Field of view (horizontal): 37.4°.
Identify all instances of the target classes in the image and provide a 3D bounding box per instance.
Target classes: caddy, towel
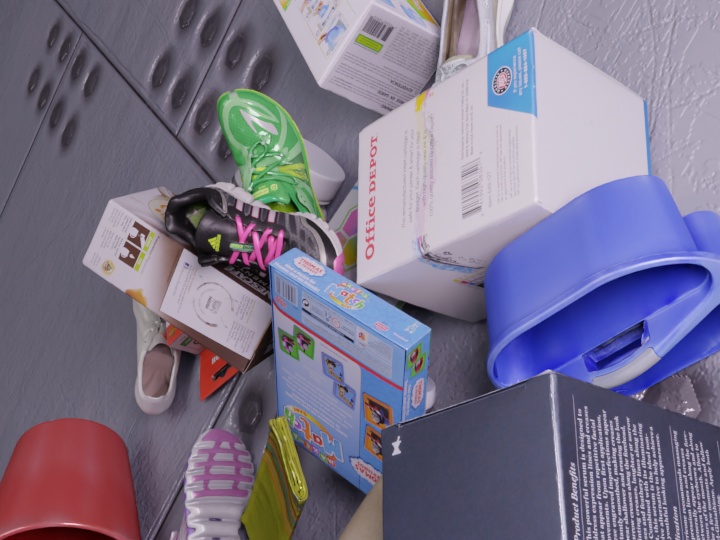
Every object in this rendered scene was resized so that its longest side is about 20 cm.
[{"bbox_3d":[0.175,0.030,0.736,0.200,0.141,0.106,-37,42,38],"label":"caddy"},{"bbox_3d":[-0.085,0.227,1.014,0.201,0.018,0.086,110,148,-48],"label":"towel"}]

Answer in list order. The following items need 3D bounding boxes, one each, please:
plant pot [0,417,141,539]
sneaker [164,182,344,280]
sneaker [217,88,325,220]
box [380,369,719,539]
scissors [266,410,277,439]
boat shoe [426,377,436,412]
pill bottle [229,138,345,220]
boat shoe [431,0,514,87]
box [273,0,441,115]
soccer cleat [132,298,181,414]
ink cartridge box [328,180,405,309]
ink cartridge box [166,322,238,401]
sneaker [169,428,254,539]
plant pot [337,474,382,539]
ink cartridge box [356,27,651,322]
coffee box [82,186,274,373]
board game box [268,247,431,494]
[{"bbox_3d":[-0.357,0.292,1.291,0.200,0.200,0.178,-46,32,30],"label":"plant pot"},{"bbox_3d":[-0.103,-0.027,0.960,0.199,0.087,0.074,27,114,34],"label":"sneaker"},{"bbox_3d":[-0.084,-0.088,1.047,0.074,0.084,0.201,-24,91,11],"label":"sneaker"},{"bbox_3d":[0.134,0.152,0.682,0.148,0.199,0.108,-26,54,44],"label":"box"},{"bbox_3d":[-0.053,0.097,1.101,0.014,0.073,0.201,40,132,33],"label":"scissors"},{"bbox_3d":[-0.005,0.124,0.997,0.199,0.070,0.067,5,102,46],"label":"boat shoe"},{"bbox_3d":[-0.107,-0.045,1.161,0.201,0.113,0.114,-56,39,19],"label":"pill bottle"},{"bbox_3d":[0.099,-0.214,1.007,0.074,0.064,0.204,-1,74,52],"label":"boat shoe"},{"bbox_3d":[-0.004,-0.267,1.125,0.102,0.112,0.201,-53,39,25],"label":"box"},{"bbox_3d":[-0.249,0.077,1.323,0.078,0.069,0.202,132,138,-67],"label":"soccer cleat"},{"bbox_3d":[0.000,0.000,0.993,0.104,0.059,0.201,15,67,54],"label":"ink cartridge box"},{"bbox_3d":[-0.188,0.043,1.279,0.109,0.050,0.201,-39,46,36],"label":"ink cartridge box"},{"bbox_3d":[-0.165,0.271,1.130,0.088,0.080,0.202,-33,50,50],"label":"sneaker"},{"bbox_3d":[0.047,0.243,0.799,0.187,0.187,0.201,-14,48,49],"label":"plant pot"},{"bbox_3d":[0.111,-0.064,0.856,0.199,0.144,0.148,-23,57,46],"label":"ink cartridge box"},{"bbox_3d":[-0.159,0.005,1.067,0.199,0.114,0.080,33,110,10],"label":"coffee box"},{"bbox_3d":[-0.012,0.097,0.904,0.151,0.037,0.201,30,137,31],"label":"board game box"}]
